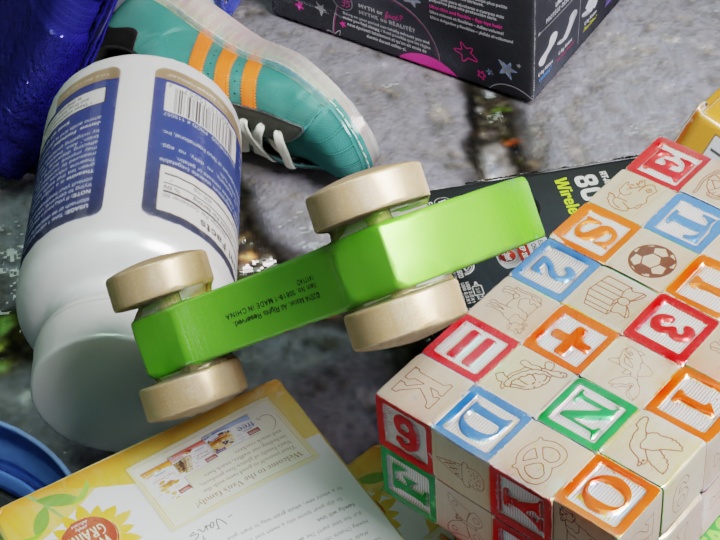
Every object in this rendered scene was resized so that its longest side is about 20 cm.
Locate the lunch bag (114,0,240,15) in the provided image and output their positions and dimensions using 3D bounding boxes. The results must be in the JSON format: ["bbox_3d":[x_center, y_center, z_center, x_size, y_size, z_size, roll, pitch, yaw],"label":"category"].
[{"bbox_3d":[-0.142,-0.259,1.124,0.168,0.125,0.201,7,33,11],"label":"lunch bag"}]

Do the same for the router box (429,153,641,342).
[{"bbox_3d":[0.116,0.033,0.838,0.148,0.063,0.201,-9,44,-7],"label":"router box"}]

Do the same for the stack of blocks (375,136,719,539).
[{"bbox_3d":[0.113,0.037,0.685,0.115,0.059,0.200,27,52,31],"label":"stack of blocks"}]

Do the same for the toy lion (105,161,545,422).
[{"bbox_3d":[0.000,0.000,0.742,0.199,0.069,0.191,-20,-1,40],"label":"toy lion"}]

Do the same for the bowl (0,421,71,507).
[{"bbox_3d":[-0.215,0.150,0.761,0.198,0.040,0.202,-3,44,2],"label":"bowl"}]

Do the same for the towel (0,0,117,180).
[{"bbox_3d":[-0.183,-0.169,0.996,0.049,0.201,0.148,13,29,-38],"label":"towel"}]

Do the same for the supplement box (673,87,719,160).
[{"bbox_3d":[0.238,-0.008,0.818,0.199,0.069,0.066,39,34,11],"label":"supplement box"}]

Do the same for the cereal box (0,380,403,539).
[{"bbox_3d":[-0.047,0.143,0.685,0.143,0.040,0.200,-23,45,-20],"label":"cereal box"}]

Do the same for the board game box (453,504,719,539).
[{"bbox_3d":[0.157,0.076,0.713,0.152,0.041,0.200,27,52,30],"label":"board game box"}]

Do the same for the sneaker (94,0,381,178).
[{"bbox_3d":[-0.078,-0.098,0.994,0.199,0.072,0.080,34,74,27],"label":"sneaker"}]

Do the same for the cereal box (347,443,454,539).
[{"bbox_3d":[-0.014,0.175,0.719,0.199,0.040,0.143,-35,51,-27],"label":"cereal box"}]

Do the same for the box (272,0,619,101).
[{"bbox_3d":[0.054,-0.215,1.063,0.198,0.116,0.132,23,50,25],"label":"box"}]

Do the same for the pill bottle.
[{"bbox_3d":[-0.117,-0.010,0.866,0.110,0.112,0.201,-3,44,1],"label":"pill bottle"}]
